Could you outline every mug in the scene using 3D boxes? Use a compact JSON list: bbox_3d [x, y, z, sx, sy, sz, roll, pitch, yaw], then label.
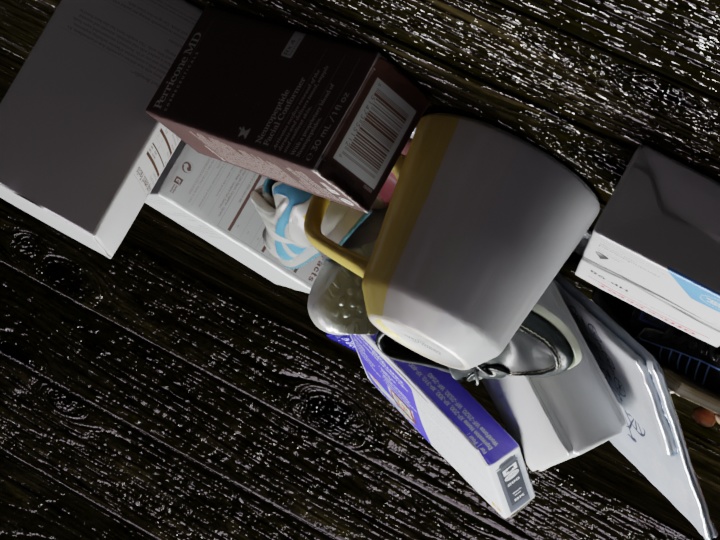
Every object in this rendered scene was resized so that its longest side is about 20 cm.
[{"bbox_3d":[0.065,-0.016,1.352,0.149,0.153,0.187,35,167,-37],"label":"mug"}]

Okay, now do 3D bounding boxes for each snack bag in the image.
[{"bbox_3d":[0.217,0.109,1.502,0.189,0.021,0.200,47,164,57],"label":"snack bag"}]

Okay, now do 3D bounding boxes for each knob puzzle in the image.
[{"bbox_3d":[0.294,0.112,1.509,0.220,0.030,0.220,27,-174,-3],"label":"knob puzzle"}]

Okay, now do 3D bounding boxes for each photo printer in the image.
[{"bbox_3d":[0.137,0.064,1.523,0.200,0.069,0.166,63,170,6],"label":"photo printer"}]

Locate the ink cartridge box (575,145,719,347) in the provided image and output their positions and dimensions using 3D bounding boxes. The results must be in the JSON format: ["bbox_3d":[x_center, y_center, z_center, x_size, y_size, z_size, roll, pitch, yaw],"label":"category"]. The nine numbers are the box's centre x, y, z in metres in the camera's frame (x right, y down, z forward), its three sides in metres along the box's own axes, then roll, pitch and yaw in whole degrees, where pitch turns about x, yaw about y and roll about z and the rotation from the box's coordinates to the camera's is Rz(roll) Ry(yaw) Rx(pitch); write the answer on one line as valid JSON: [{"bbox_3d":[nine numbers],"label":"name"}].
[{"bbox_3d":[0.212,-0.009,1.215,0.116,0.067,0.200,28,172,7],"label":"ink cartridge box"}]

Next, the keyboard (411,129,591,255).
[{"bbox_3d":[0.120,-0.061,1.431,0.200,0.011,0.056,32,172,-26],"label":"keyboard"}]

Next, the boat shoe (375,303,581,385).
[{"bbox_3d":[0.084,0.057,1.419,0.199,0.066,0.075,17,137,47],"label":"boat shoe"}]

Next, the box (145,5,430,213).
[{"bbox_3d":[-0.056,-0.122,1.342,0.200,0.100,0.075,20,169,45],"label":"box"}]

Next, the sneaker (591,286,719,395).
[{"bbox_3d":[0.264,0.053,1.425,0.078,0.070,0.200,26,178,-39],"label":"sneaker"}]

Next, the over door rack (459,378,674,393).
[{"bbox_3d":[0.196,0.077,1.664,0.200,0.067,0.148,-24,135,38],"label":"over door rack"}]

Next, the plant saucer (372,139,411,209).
[{"bbox_3d":[-0.034,-0.109,1.532,0.200,0.051,0.201,29,173,4],"label":"plant saucer"}]

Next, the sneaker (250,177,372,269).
[{"bbox_3d":[-0.051,-0.054,1.542,0.081,0.077,0.200,42,167,-8],"label":"sneaker"}]

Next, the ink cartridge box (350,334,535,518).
[{"bbox_3d":[0.065,0.112,1.589,0.198,0.043,0.200,45,172,25],"label":"ink cartridge box"}]

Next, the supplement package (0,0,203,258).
[{"bbox_3d":[-0.209,-0.130,1.468,0.121,0.200,0.120,29,173,3],"label":"supplement package"}]

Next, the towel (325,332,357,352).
[{"bbox_3d":[0.067,0.030,1.687,0.148,0.050,0.200,32,133,-20],"label":"towel"}]

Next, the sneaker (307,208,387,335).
[{"bbox_3d":[0.000,0.000,1.537,0.080,0.200,0.076,-4,112,30],"label":"sneaker"}]

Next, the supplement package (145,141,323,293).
[{"bbox_3d":[-0.109,-0.076,1.784,0.200,0.117,0.117,33,171,-25],"label":"supplement package"}]
